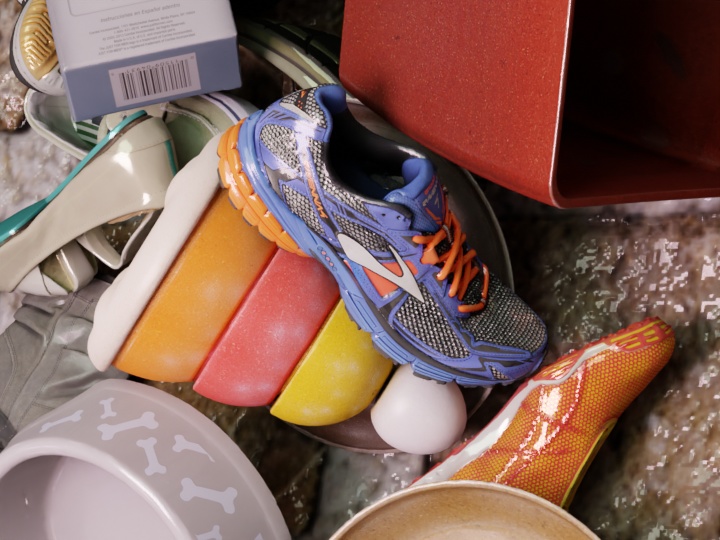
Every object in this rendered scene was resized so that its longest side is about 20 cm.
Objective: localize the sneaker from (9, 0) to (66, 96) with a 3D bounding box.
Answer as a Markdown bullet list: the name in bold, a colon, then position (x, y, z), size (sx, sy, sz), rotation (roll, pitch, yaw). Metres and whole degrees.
- **sneaker**: position (-0.172, -0.153, 1.559), size (0.088, 0.076, 0.200), rotation (-26, 21, 30)

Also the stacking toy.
- **stacking toy**: position (-0.031, 0.033, 1.368), size (0.200, 0.146, 0.146), rotation (32, 89, -4)

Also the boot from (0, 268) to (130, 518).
- **boot**: position (-0.149, 0.071, 1.501), size (0.200, 0.068, 0.131), rotation (32, 84, 33)

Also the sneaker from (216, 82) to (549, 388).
- **sneaker**: position (0.020, -0.016, 1.304), size (0.078, 0.200, 0.075), rotation (-41, 16, 39)

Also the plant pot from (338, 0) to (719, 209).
- **plant pot**: position (0.101, -0.148, 1.335), size (0.176, 0.200, 0.201), rotation (14, 103, 41)

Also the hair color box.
- **hair color box**: position (-0.135, -0.191, 1.462), size (0.099, 0.061, 0.201), rotation (-12, 65, -5)

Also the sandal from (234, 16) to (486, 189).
- **sandal**: position (-0.013, -0.087, 1.467), size (0.201, 0.080, 0.057), rotation (43, 113, 34)

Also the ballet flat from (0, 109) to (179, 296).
- **ballet flat**: position (-0.166, -0.021, 1.487), size (0.200, 0.069, 0.070), rotation (-33, 55, 43)

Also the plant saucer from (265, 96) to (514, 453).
- **plant saucer**: position (0.000, 0.000, 1.410), size (0.200, 0.032, 0.201), rotation (10, 112, 27)

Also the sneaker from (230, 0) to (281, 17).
- **sneaker**: position (-0.052, -0.217, 1.501), size (0.199, 0.076, 0.115), rotation (-16, 77, 57)

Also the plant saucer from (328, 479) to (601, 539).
- **plant saucer**: position (0.060, 0.204, 1.312), size (0.200, 0.035, 0.201), rotation (1, 93, 19)

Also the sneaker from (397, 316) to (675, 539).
- **sneaker**: position (0.095, 0.102, 1.355), size (0.200, 0.073, 0.077), rotation (-44, 77, 14)

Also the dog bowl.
- **dog bowl**: position (-0.127, 0.160, 1.387), size (0.200, 0.059, 0.201), rotation (16, 120, 30)

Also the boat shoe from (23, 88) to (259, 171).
- **boat shoe**: position (-0.124, -0.074, 1.513), size (0.200, 0.062, 0.072), rotation (16, 104, 49)
